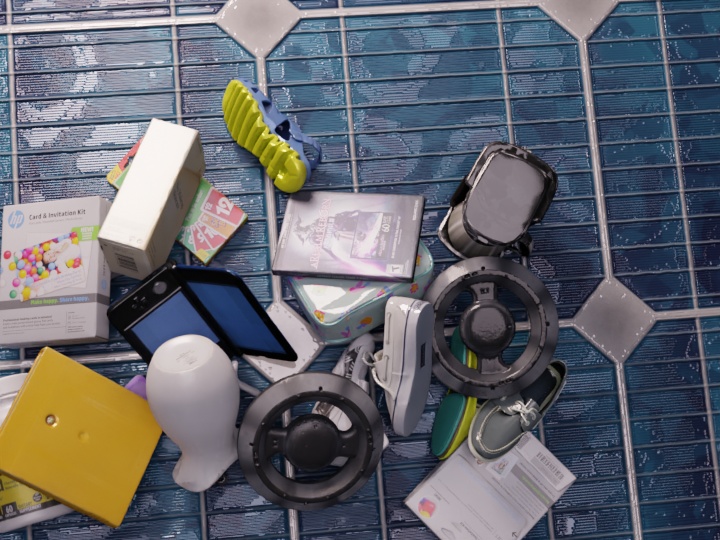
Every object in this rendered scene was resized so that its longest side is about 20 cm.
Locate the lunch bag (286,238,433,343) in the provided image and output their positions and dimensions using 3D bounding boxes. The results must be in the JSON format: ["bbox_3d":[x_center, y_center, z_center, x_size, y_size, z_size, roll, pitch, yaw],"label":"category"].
[{"bbox_3d":[0.000,0.000,1.625,0.200,0.077,0.160,-29,57,-10],"label":"lunch bag"}]

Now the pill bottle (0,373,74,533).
[{"bbox_3d":[-0.466,0.248,1.555,0.111,0.111,0.200,-16,82,-6],"label":"pill bottle"}]

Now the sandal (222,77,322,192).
[{"bbox_3d":[-0.128,-0.202,1.674,0.087,0.079,0.200,-25,74,-44],"label":"sandal"}]

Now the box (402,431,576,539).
[{"bbox_3d":[0.185,0.315,1.628,0.156,0.041,0.200,44,80,4],"label":"box"}]

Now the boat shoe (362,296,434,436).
[{"bbox_3d":[0.046,0.129,1.574,0.086,0.075,0.202,16,116,28],"label":"boat shoe"}]

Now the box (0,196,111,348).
[{"bbox_3d":[-0.428,0.003,1.594,0.156,0.041,0.200,-4,76,16],"label":"box"}]

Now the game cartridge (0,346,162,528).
[{"bbox_3d":[-0.379,0.226,1.531,0.200,0.032,0.177,33,61,-21],"label":"game cartridge"}]

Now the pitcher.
[{"bbox_3d":[-0.201,0.177,1.546,0.121,0.200,0.171,24,46,38],"label":"pitcher"}]

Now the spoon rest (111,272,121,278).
[{"bbox_3d":[-0.291,0.019,1.619,0.199,0.099,0.061,1,62,8],"label":"spoon rest"}]

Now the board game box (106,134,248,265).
[{"bbox_3d":[-0.270,-0.108,1.666,0.200,0.030,0.096,40,80,5],"label":"board game box"}]

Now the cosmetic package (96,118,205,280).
[{"bbox_3d":[-0.285,-0.096,1.569,0.073,0.104,0.200,16,65,7],"label":"cosmetic package"}]

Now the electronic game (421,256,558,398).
[{"bbox_3d":[0.177,0.080,1.590,0.199,0.042,0.201,0,92,2],"label":"electronic game"}]

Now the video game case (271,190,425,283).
[{"bbox_3d":[-0.015,-0.050,1.603,0.199,0.019,0.143,4,57,11],"label":"video game case"}]

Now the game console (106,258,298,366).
[{"bbox_3d":[-0.213,0.089,1.543,0.171,0.118,0.200,-39,131,-8],"label":"game console"}]

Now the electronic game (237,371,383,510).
[{"bbox_3d":[-0.067,0.232,1.537,0.199,0.042,0.200,-3,106,-11],"label":"electronic game"}]

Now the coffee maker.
[{"bbox_3d":[0.194,-0.114,1.612,0.134,0.200,0.193,6,81,-4],"label":"coffee maker"}]

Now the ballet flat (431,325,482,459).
[{"bbox_3d":[0.156,0.177,1.639,0.067,0.067,0.200,17,78,-26],"label":"ballet flat"}]

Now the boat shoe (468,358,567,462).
[{"bbox_3d":[0.225,0.191,1.602,0.073,0.062,0.200,47,56,6],"label":"boat shoe"}]

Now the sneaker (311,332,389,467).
[{"bbox_3d":[-0.001,0.195,1.618,0.115,0.075,0.200,27,85,-1],"label":"sneaker"}]

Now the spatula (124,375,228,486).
[{"bbox_3d":[-0.263,0.235,1.617,0.200,0.021,0.057,44,79,2],"label":"spatula"}]
